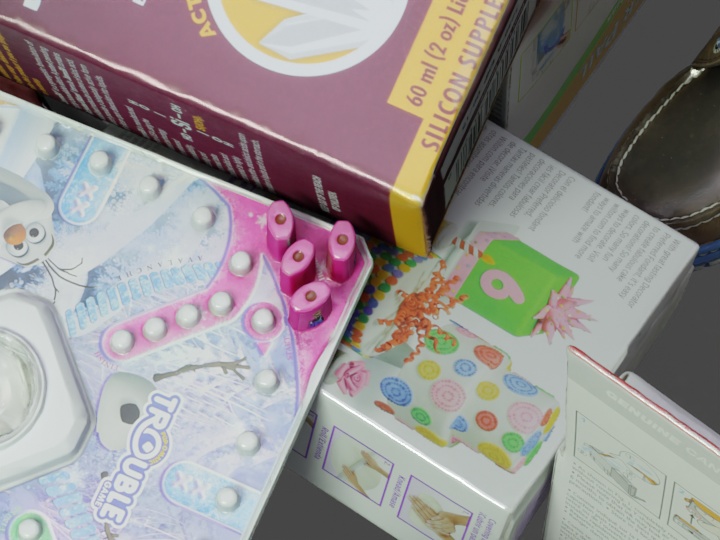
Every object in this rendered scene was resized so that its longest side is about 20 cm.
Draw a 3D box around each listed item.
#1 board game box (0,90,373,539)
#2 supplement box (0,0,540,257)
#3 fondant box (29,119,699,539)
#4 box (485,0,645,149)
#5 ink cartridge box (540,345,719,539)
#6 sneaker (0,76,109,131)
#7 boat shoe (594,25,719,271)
[{"bbox_3d":[-0.123,0.038,0.733,0.199,0.026,0.201,22,71,9],"label":"board game box"},{"bbox_3d":[-0.046,-0.099,0.763,0.199,0.086,0.111,23,80,7],"label":"supplement box"},{"bbox_3d":[0.000,0.000,0.813,0.199,0.058,0.144,31,53,13],"label":"fondant box"},{"bbox_3d":[0.064,-0.149,0.894,0.112,0.102,0.200,29,65,16],"label":"box"},{"bbox_3d":[0.149,0.104,0.709,0.200,0.177,0.045,36,68,19],"label":"ink cartridge box"},{"bbox_3d":[-0.171,-0.085,0.880,0.087,0.074,0.201,-40,54,10],"label":"sneaker"},{"bbox_3d":[0.162,-0.081,0.870,0.072,0.073,0.200,39,67,23],"label":"boat shoe"}]
